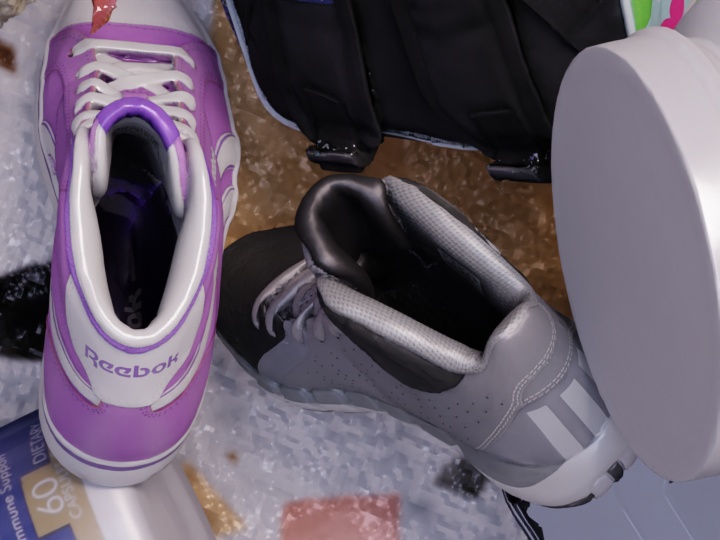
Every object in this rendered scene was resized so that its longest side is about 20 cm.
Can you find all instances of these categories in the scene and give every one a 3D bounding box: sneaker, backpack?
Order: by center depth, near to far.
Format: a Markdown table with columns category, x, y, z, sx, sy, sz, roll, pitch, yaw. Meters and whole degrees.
| category | x | y | z | sx | sy | sz | roll | pitch | yaw |
| --- | --- | --- | --- | --- | --- | --- | --- | --- | --- |
| backpack | 0.028 | -0.149 | 0.712 | 0.177 | 0.151 | 0.201 | 8 | 136 | 36 |
| sneaker | 0.000 | 0.000 | 0.736 | 0.200 | 0.116 | 0.075 | 19 | 69 | 44 |
| sneaker | -0.070 | -0.043 | 0.746 | 0.072 | 0.114 | 0.201 | 0 | 56 | -10 |

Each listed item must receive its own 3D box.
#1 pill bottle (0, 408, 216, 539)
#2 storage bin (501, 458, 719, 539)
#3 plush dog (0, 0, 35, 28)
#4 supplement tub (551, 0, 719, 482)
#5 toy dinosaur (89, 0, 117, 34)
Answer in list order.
| category | x | y | z | sx | sy | sz | roll | pitch | yaw |
| --- | --- | --- | --- | --- | --- | --- | --- | --- | --- |
| pill bottle | -0.152 | 0.129 | 0.794 | 0.199 | 0.111 | 0.111 | -26 | 91 | 4 |
| storage bin | 0.158 | 0.060 | 0.780 | 0.200 | 0.094 | 0.136 | -33 | 90 | 4 |
| plush dog | -0.125 | -0.198 | 0.670 | 0.200 | 0.161 | 0.172 | 43 | 138 | -8 |
| supplement tub | 0.168 | -0.021 | 0.641 | 0.199 | 0.145 | 0.146 | -12 | 92 | -13 |
| toy dinosaur | -0.202 | -0.150 | 0.765 | 0.181 | 0.200 | 0.106 | 3 | 99 | -38 |
